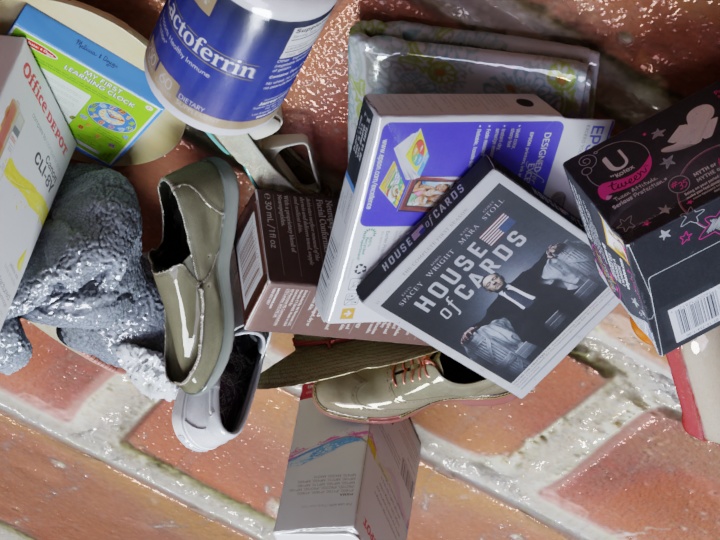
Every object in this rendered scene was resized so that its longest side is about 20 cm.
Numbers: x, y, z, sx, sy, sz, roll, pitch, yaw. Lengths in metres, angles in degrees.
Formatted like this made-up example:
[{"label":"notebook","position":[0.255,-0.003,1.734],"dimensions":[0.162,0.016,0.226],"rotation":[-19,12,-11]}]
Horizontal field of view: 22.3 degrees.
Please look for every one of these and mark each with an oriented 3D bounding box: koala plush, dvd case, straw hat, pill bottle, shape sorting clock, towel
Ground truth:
[{"label":"koala plush","position":[-0.223,0.019,1.588],"dimensions":[0.183,0.178,0.200],"rotation":[-29,131,19]},{"label":"dvd case","position":[0.113,0.009,1.439],"dimensions":[0.200,0.025,0.150],"rotation":[31,111,-39]},{"label":"straw hat","position":[-0.015,0.041,1.627],"dimensions":[0.200,0.201,0.086],"rotation":[-11,95,25]},{"label":"pill bottle","position":[-0.080,-0.204,1.357],"dimensions":[0.115,0.116,0.200],"rotation":[22,137,-10]},{"label":"shape sorting clock","position":[-0.236,-0.156,1.506],"dimensions":[0.199,0.039,0.200],"rotation":[15,149,9]},{"label":"towel","position":[0.088,-0.118,1.462],"dimensions":[0.199,0.048,0.172],"rotation":[8,135,6]}]

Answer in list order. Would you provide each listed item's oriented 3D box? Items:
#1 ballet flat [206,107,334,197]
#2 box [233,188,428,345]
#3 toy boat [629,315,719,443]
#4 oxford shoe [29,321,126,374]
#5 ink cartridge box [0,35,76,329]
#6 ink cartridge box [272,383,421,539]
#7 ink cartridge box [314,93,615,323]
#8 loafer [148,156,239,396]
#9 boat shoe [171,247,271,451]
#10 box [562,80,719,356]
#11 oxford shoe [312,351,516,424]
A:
[{"label":"ballet flat","position":[-0.080,-0.113,1.504],"dimensions":[0.062,0.068,0.200],"rotation":[-17,141,16]},{"label":"box","position":[0.000,0.000,1.530],"dimensions":[0.199,0.101,0.075],"rotation":[6,141,-22]},{"label":"toy boat","position":[0.289,0.053,1.564],"dimensions":[0.130,0.131,0.201],"rotation":[22,149,38]},{"label":"oxford shoe","position":[-0.285,0.027,1.715],"dimensions":[0.074,0.071,0.200],"rotation":[-6,136,50]},{"label":"ink cartridge box","position":[-0.311,-0.070,1.452],"dimensions":[0.083,0.201,0.145],"rotation":[7,148,16]},{"label":"ink cartridge box","position":[-0.009,0.205,1.727],"dimensions":[0.085,0.201,0.148],"rotation":[-4,136,18]},{"label":"ink cartridge box","position":[0.078,-0.046,1.423],"dimensions":[0.199,0.043,0.199],"rotation":[0,127,-21]},{"label":"loafer","position":[-0.148,0.005,1.519],"dimensions":[0.069,0.201,0.075],"rotation":[-3,-170,-36]},{"label":"boat shoe","position":[-0.107,0.060,1.586],"dimensions":[0.068,0.201,0.072],"rotation":[-15,135,44]},{"label":"box","position":[0.274,-0.053,1.375],"dimensions":[0.199,0.115,0.132],"rotation":[-27,133,-2]},{"label":"oxford shoe","position":[0.052,0.090,1.662],"dimensions":[0.199,0.071,0.075],"rotation":[-10,155,1]}]
